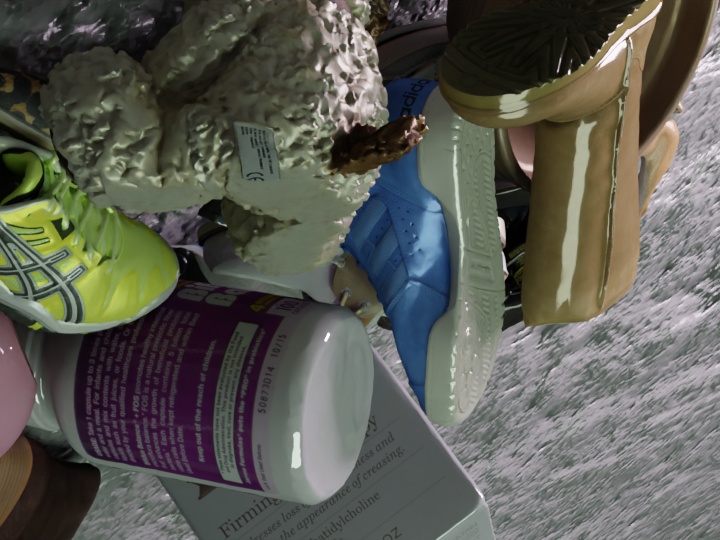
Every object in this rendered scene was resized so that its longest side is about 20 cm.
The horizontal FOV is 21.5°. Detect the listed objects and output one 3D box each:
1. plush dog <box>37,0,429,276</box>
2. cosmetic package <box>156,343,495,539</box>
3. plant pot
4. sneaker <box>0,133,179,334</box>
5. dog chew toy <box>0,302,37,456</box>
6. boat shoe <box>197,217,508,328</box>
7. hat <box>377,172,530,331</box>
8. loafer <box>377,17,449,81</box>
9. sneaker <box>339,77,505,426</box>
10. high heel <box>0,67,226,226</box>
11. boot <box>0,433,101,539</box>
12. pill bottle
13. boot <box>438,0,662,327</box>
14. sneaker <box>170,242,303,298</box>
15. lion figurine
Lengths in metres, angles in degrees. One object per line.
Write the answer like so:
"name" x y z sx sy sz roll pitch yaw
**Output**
"plush dog" -0.043 -0.111 0.928 0.160 0.173 0.199 -21 152 35
"cosmetic package" -0.032 0.143 1.281 0.167 0.200 0.166 -36 161 -5
"plant pot" 0.116 -0.150 1.106 0.200 0.092 0.202 -29 134 -35
"sneaker" -0.165 -0.022 0.958 0.076 0.076 0.199 -24 149 39
"dog chew toy" -0.274 0.070 0.995 0.199 0.125 0.125 -23 151 -10
"boat shoe" 0.000 0.000 1.141 0.198 0.069 0.075 1 166 -21
"hat" 0.085 -0.033 1.287 0.199 0.081 0.201 -15 150 -9
"loafer" -0.006 -0.087 1.123 0.199 0.063 0.072 -24 150 -23
"sneaker" 0.017 -0.013 1.065 0.077 0.110 0.201 -42 134 -52
"high heel" -0.108 -0.115 0.995 0.199 0.071 0.144 21 90 -41
"boot" -0.250 0.200 1.218 0.201 0.072 0.166 -63 153 -4
"pill bottle" -0.102 0.061 1.064 0.112 0.198 0.113 8 90 -69
"boot" 0.106 -0.050 1.032 0.175 0.066 0.201 -31 137 -36
"sneaker" -0.080 0.009 1.187 0.199 0.072 0.072 -14 179 -24
"lion figurine" 0.192 -0.098 1.353 0.123 0.072 0.200 -54 165 5
